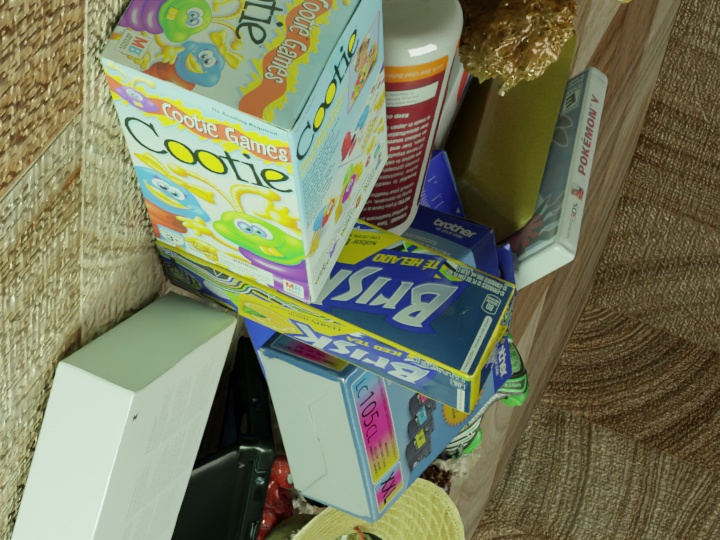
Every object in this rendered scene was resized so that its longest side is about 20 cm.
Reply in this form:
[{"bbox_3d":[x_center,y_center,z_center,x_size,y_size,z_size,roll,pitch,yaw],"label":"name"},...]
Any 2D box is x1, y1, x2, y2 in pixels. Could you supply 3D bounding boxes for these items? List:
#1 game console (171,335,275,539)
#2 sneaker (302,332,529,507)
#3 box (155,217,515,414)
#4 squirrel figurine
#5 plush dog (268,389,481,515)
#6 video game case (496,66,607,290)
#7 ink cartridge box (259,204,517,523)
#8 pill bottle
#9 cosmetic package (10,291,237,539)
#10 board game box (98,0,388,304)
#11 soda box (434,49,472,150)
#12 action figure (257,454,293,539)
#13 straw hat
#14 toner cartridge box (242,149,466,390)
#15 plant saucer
[{"bbox_3d":[-0.130,0.168,1.281,0.176,0.116,0.200,-101,-162,-48],"label":"game console"},{"bbox_3d":[0.043,0.114,1.342,0.200,0.085,0.078,-34,-177,-14],"label":"sneaker"},{"bbox_3d":[-0.013,0.009,1.059,0.070,0.200,0.064,84,30,-68],"label":"box"},{"bbox_3d":[0.118,-0.228,1.263,0.142,0.187,0.200,-53,161,-53],"label":"squirrel figurine"},{"bbox_3d":[0.014,0.116,1.445,0.200,0.172,0.161,-55,164,-53],"label":"plush dog"},{"bbox_3d":[0.103,-0.045,1.402,0.200,0.023,0.182,-31,-147,44],"label":"video game case"},{"bbox_3d":[0.031,0.051,1.229,0.200,0.076,0.137,-46,140,-35],"label":"ink cartridge box"},{"bbox_3d":[-0.010,-0.085,1.123,0.113,0.113,0.200,-54,162,-51],"label":"pill bottle"},{"bbox_3d":[-0.144,0.126,1.052,0.151,0.052,0.200,-43,153,-69],"label":"cosmetic package"},{"bbox_3d":[-0.054,-0.082,0.952,0.200,0.103,0.105,87,28,-66],"label":"board game box"},{"bbox_3d":[0.064,-0.187,1.383,0.068,0.064,0.200,75,37,-73],"label":"soda box"},{"bbox_3d":[-0.071,0.215,1.376,0.065,0.052,0.200,-97,-168,-52],"label":"action figure"},{"bbox_3d":[-0.027,0.216,1.306,0.201,0.085,0.201,-19,121,-35],"label":"straw hat"},{"bbox_3d":[0.000,0.000,1.285,0.200,0.043,0.095,-38,120,-40],"label":"toner cartridge box"},{"bbox_3d":[0.072,-0.090,1.433,0.200,0.048,0.200,-30,-147,47],"label":"plant saucer"}]
